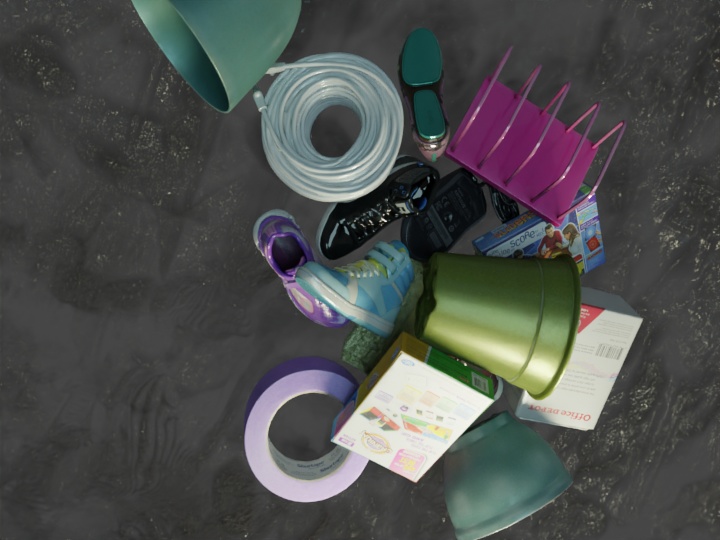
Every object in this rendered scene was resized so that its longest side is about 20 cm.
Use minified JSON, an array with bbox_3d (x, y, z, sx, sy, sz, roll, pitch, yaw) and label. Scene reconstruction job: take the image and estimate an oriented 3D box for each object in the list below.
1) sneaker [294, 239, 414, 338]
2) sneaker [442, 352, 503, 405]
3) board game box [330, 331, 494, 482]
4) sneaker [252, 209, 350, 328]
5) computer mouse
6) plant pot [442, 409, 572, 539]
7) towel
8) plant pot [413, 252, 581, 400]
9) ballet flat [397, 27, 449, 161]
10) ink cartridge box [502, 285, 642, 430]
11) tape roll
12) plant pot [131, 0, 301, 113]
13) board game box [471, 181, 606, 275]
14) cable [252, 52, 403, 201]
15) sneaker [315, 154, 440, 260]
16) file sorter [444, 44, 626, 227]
[{"bbox_3d":[0.000,0.000,0.948,0.199,0.079,0.133,34,84,-48],"label":"sneaker"},{"bbox_3d":[0.121,0.178,1.051,0.197,0.076,0.118,-29,119,-14],"label":"sneaker"},{"bbox_3d":[0.068,0.196,0.957,0.150,0.041,0.202,28,122,-13],"label":"board game box"},{"bbox_3d":[-0.080,0.007,0.984,0.080,0.088,0.202,-39,106,-3],"label":"sneaker"},{"bbox_3d":[0.136,-0.088,1.029,0.197,0.053,0.141,-34,109,-13],"label":"computer mouse"},{"bbox_3d":[0.204,0.300,1.050,0.196,0.201,0.137,-27,78,-5],"label":"plant pot"},{"bbox_3d":[0.071,0.083,1.052,0.146,0.036,0.203,33,94,-13],"label":"towel"},{"bbox_3d":[0.175,0.058,0.947,0.184,0.200,0.206,12,98,-3],"label":"plant pot"},{"bbox_3d":[0.088,-0.242,0.966,0.067,0.072,0.206,-5,64,-2],"label":"ballet flat"},{"bbox_3d":[0.319,0.129,1.060,0.143,0.086,0.205,12,113,-13],"label":"ink cartridge box"},{"bbox_3d":[-0.078,0.238,1.037,0.193,0.066,0.207,-2,101,-11],"label":"tape roll"},{"bbox_3d":[-0.168,-0.330,0.856,0.160,0.200,0.202,-42,105,-13],"label":"plant pot"},{"bbox_3d":[0.275,-0.028,1.048,0.196,0.035,0.138,-27,123,-6],"label":"board game box"},{"bbox_3d":[-0.038,-0.192,0.931,0.194,0.069,0.206,-12,83,2],"label":"cable"},{"bbox_3d":[0.027,-0.085,0.957,0.200,0.111,0.073,-45,119,-9],"label":"sneaker"},{"bbox_3d":[0.243,-0.187,0.950,0.197,0.126,0.141,31,76,0],"label":"file sorter"}]
